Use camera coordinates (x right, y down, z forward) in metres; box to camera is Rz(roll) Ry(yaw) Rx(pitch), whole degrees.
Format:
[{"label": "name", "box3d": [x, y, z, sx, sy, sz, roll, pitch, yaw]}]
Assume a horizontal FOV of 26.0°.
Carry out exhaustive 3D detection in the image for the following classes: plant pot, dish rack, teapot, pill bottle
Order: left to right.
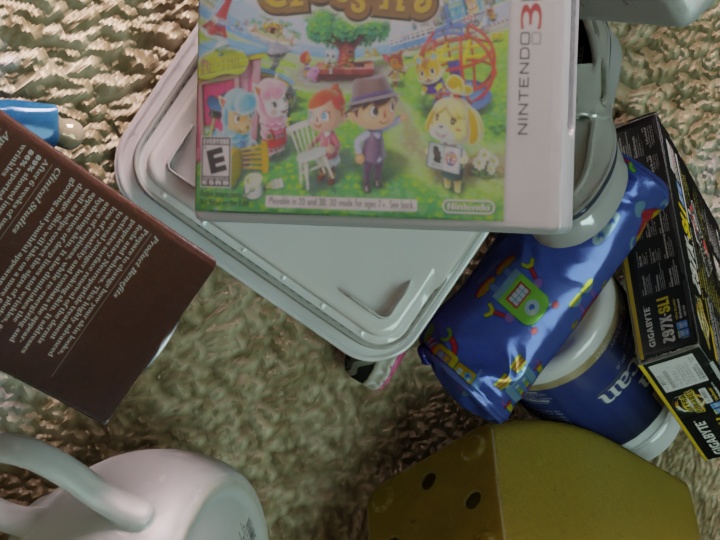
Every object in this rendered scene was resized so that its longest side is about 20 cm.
[{"label": "teapot", "box3d": [-0.147, 0.189, 0.890, 0.197, 0.145, 0.202, 5, 89, -72]}, {"label": "dish rack", "box3d": [-0.015, -0.063, 0.846, 0.199, 0.044, 0.172, 35, 87, -9]}, {"label": "plant pot", "box3d": [0.111, 0.217, 1.084, 0.194, 0.196, 0.200, -33, 125, 27]}, {"label": "pill bottle", "box3d": [0.165, 0.068, 1.138, 0.111, 0.111, 0.200, -53, 139, -6]}]

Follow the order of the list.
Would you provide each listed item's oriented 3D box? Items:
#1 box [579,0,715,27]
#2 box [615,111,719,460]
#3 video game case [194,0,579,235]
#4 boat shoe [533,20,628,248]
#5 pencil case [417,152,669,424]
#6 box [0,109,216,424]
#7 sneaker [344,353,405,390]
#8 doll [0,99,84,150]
[{"label": "box", "box3d": [0.141, -0.268, 0.824, 0.199, 0.171, 0.200, -45, 116, -12]}, {"label": "box", "box3d": [0.231, 0.013, 1.123, 0.049, 0.201, 0.160, -19, 143, 22]}, {"label": "video game case", "box3d": [0.009, -0.112, 0.763, 0.022, 0.199, 0.184, -5, 98, -65]}, {"label": "boat shoe", "box3d": [0.127, -0.103, 0.972, 0.066, 0.072, 0.201, 51, 39, -36]}, {"label": "pencil case", "box3d": [0.116, 0.001, 1.019, 0.200, 0.087, 0.078, -53, -177, -5]}, {"label": "box", "box3d": [-0.166, -0.016, 0.716, 0.100, 0.075, 0.200, -55, 140, -4]}, {"label": "sneaker", "box3d": [0.000, 0.000, 0.971, 0.200, 0.087, 0.074, 96, 20, -57]}, {"label": "doll", "box3d": [-0.187, -0.022, 0.787, 0.136, 0.048, 0.200, -45, 138, -16]}]
